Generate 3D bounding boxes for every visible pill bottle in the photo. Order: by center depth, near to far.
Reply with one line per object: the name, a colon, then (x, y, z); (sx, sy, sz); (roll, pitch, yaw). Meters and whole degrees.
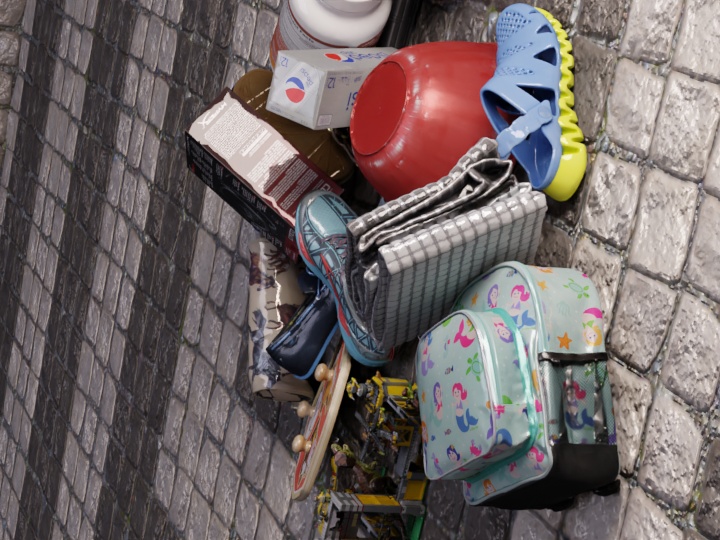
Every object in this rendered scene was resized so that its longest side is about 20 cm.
pill bottle: (-0.029, -0.273, 1.798); (0.200, 0.111, 0.113); (120, 148, -64)

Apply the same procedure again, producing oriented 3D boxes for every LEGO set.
LEGO set: (-0.003, 0.204, 1.730); (0.154, 0.115, 0.201); (-126, 48, -55)

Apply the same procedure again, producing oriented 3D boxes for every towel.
towel: (0.068, -0.021, 1.491); (0.086, 0.165, 0.200); (62, 170, 21)

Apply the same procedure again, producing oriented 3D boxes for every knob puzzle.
knob puzzle: (-0.053, 0.167, 1.851); (0.220, 0.030, 0.221); (-161, 90, -84)

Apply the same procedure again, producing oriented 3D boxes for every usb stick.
usb stick: (0.052, -0.318, 1.823); (0.056, 0.032, 0.201); (-120, 42, -62)

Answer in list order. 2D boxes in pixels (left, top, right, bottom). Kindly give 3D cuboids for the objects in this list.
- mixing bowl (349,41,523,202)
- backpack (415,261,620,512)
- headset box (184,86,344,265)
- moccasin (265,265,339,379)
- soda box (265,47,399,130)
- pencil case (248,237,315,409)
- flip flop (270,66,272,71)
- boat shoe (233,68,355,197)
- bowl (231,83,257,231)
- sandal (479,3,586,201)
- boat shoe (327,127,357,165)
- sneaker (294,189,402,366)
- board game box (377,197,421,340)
mixing bowl: (0.060, -0.144, 1.635); (0.200, 0.108, 0.201); (-31, 51, 47)
backpack: (0.133, 0.095, 1.438); (0.177, 0.150, 0.201); (143, 132, -60)
headset box: (-0.104, -0.099, 1.912); (0.077, 0.200, 0.149); (-48, -5, -12)
moccasin: (-0.042, 0.024, 1.854); (0.201, 0.068, 0.080); (-62, 1, 7)
soda box: (-0.006, -0.189, 1.719); (0.068, 0.200, 0.064); (25, 112, 31)
pencil case: (-0.093, 0.064, 2.006); (0.077, 0.089, 0.201); (-12, 72, 35)
flip flop: (-0.037, -0.254, 1.972); (0.200, 0.057, 0.081); (-42, 76, 41)
boat shoe: (-0.075, -0.157, 1.963); (0.200, 0.072, 0.072); (41, 168, 26)
bowl: (-0.126, -0.142, 2.091); (0.201, 0.039, 0.202); (170, 90, -77)
sandal: (0.147, -0.161, 1.521); (0.080, 0.087, 0.201); (126, 143, -51)
boat shoe: (-0.002, -0.166, 1.875); (0.200, 0.059, 0.072); (-125, 45, -55)
sneaker: (0.000, 0.000, 1.763); (0.201, 0.079, 0.095); (63, 161, 2)
board game box: (0.070, -0.031, 1.721); (0.200, 0.034, 0.127); (-114, 38, -47)
